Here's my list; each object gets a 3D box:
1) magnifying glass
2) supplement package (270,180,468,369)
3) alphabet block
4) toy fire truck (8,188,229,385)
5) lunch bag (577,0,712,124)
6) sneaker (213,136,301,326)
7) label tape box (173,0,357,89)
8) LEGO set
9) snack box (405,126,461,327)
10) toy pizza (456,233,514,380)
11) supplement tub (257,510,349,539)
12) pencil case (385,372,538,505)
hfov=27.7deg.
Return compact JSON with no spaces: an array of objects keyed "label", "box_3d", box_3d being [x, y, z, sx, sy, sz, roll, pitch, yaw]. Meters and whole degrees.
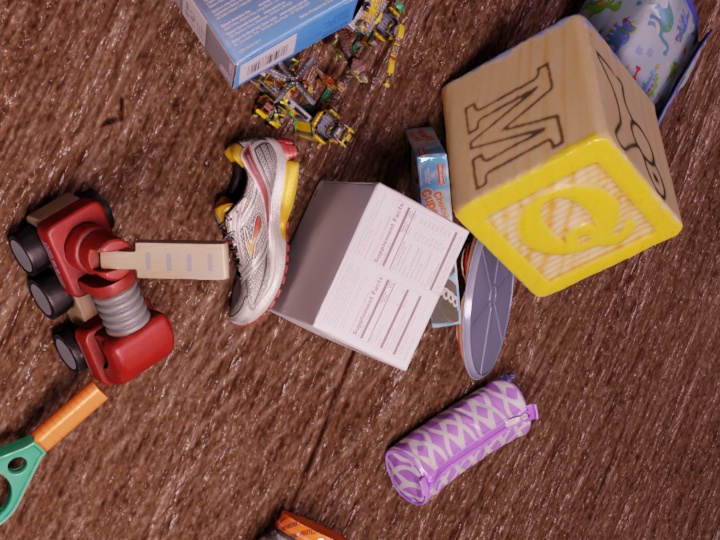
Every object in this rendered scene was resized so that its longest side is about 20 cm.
[{"label":"magnifying glass","box_3d":[-0.327,0.181,1.417,0.200,0.022,0.080,-42,130,-4]},{"label":"supplement package","box_3d":[0.000,0.000,1.523,0.110,0.200,0.157,26,86,-18]},{"label":"alphabet block","box_3d":[0.223,-0.127,1.644,0.195,0.195,0.201,40,34,-37]},{"label":"toy fire truck","box_3d":[-0.213,0.020,1.379,0.128,0.199,0.177,-33,121,-27]},{"label":"lunch bag","box_3d":[0.345,-0.256,1.810,0.171,0.127,0.200,-57,141,-14]},{"label":"sneaker","box_3d":[-0.120,-0.042,1.530,0.081,0.078,0.202,4,97,-25]},{"label":"label tape box","box_3d":[-0.115,-0.300,1.422,0.144,0.063,0.201,-31,80,-15]},{"label":"LEGO set","box_3d":[-0.018,-0.224,1.520,0.201,0.115,0.154,-54,129,-13]},{"label":"snack box","box_3d":[0.082,-0.050,1.654,0.037,0.116,0.202,-7,110,-3]},{"label":"toy pizza","box_3d":[0.144,0.029,1.738,0.200,0.031,0.202,8,90,-70]},{"label":"supplement tub","box_3d":[-0.087,0.381,1.636,0.122,0.122,0.201,28,85,-40]},{"label":"pencil case","box_3d":[0.124,0.209,1.782,0.199,0.085,0.085,-31,121,-28]}]
